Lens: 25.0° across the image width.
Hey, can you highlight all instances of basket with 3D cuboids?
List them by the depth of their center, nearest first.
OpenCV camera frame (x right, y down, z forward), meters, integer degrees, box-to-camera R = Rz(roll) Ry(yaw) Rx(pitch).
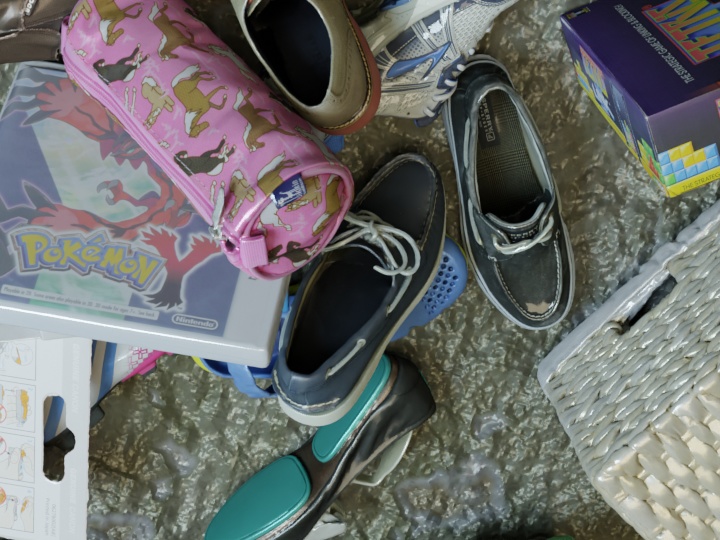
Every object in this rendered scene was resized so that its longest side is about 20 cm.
[{"bbox_3d":[0.259,0.096,1.094,0.198,0.161,0.200,-43,110,12],"label":"basket"}]

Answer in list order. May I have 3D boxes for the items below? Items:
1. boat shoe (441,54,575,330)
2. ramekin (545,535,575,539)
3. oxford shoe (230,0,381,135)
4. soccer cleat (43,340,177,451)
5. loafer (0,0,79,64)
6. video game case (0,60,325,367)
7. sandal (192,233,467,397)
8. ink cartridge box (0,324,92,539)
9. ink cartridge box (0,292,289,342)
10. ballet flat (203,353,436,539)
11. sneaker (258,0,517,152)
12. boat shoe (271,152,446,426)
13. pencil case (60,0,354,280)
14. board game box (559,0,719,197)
[{"bbox_3d":[0.096,-0.041,1.068,0.071,0.071,0.202,-21,114,2],"label":"boat shoe"},{"bbox_3d":[0.101,0.288,1.145,0.096,0.200,0.203,2,113,-1],"label":"ramekin"},{"bbox_3d":[-0.050,-0.176,0.952,0.070,0.075,0.201,-32,81,13],"label":"oxford shoe"},{"bbox_3d":[-0.168,0.034,1.065,0.200,0.070,0.086,-43,112,11],"label":"soccer cleat"},{"bbox_3d":[-0.208,-0.152,0.978,0.198,0.073,0.071,-29,113,5],"label":"loafer"},{"bbox_3d":[-0.132,-0.039,0.962,0.197,0.184,0.023,9,146,5],"label":"video game case"},{"bbox_3d":[-0.019,0.034,1.078,0.198,0.087,0.080,-24,112,1],"label":"sandal"},{"bbox_3d":[-0.268,0.090,1.064,0.197,0.050,0.163,7,112,4],"label":"ink cartridge box"},{"bbox_3d":[-0.149,-0.028,1.009,0.197,0.116,0.068,-7,145,-5],"label":"ink cartridge box"},{"bbox_3d":[-0.021,0.146,1.137,0.200,0.068,0.068,-45,120,12],"label":"ballet flat"},{"bbox_3d":[0.038,-0.142,1.021,0.198,0.077,0.086,-26,115,15],"label":"sneaker"},{"bbox_3d":[0.000,0.000,1.021,0.074,0.201,0.062,24,154,16],"label":"boat shoe"},{"bbox_3d":[-0.092,-0.087,0.935,0.083,0.200,0.086,-49,154,11],"label":"pencil case"},{"bbox_3d":[0.224,-0.133,0.976,0.163,0.200,0.057,-21,116,1],"label":"board game box"}]
